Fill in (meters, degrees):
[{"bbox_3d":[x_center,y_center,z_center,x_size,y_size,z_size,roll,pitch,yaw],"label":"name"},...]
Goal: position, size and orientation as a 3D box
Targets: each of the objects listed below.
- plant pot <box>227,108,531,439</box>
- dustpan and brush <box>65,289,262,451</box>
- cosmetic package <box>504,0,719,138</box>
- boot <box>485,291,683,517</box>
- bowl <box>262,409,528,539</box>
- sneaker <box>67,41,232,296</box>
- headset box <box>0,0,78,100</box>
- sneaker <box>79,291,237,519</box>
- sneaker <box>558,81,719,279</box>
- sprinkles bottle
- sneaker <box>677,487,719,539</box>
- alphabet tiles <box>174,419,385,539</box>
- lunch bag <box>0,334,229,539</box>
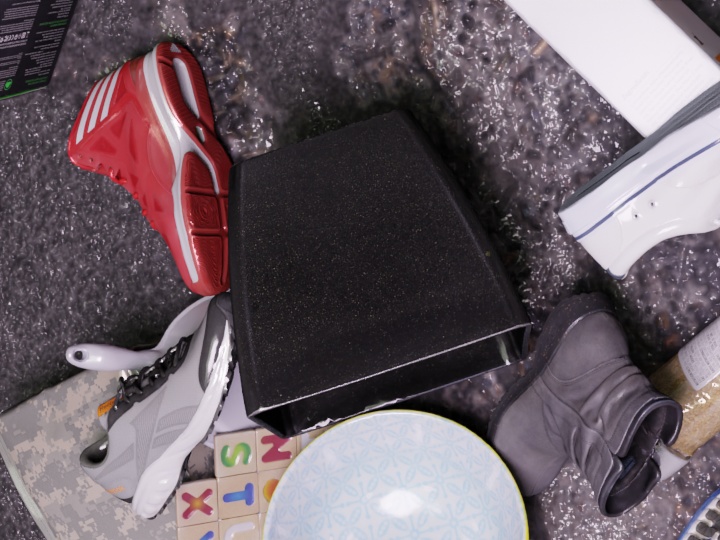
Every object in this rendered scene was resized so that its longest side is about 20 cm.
[{"bbox_3d":[0.000,0.000,1.184,0.197,0.200,0.179,-18,80,1],"label":"plant pot"},{"bbox_3d":[-0.128,0.073,1.270,0.057,0.198,0.142,1,85,49],"label":"dustpan and brush"},{"bbox_3d":[0.199,-0.151,1.140,0.200,0.101,0.071,44,112,5],"label":"cosmetic package"},{"bbox_3d":[0.155,0.127,1.182,0.201,0.069,0.132,104,152,-42],"label":"boot"},{"bbox_3d":[0.032,0.218,1.255,0.197,0.108,0.203,-4,65,8],"label":"bowl"},{"bbox_3d":[-0.163,-0.068,1.309,0.115,0.078,0.203,-18,77,32],"label":"sneaker"},{"bbox_3d":[-0.351,-0.217,1.285,0.199,0.174,0.094,29,110,10],"label":"headset box"},{"bbox_3d":[-0.143,0.095,1.197,0.079,0.074,0.201,27,118,-9],"label":"sneaker"},{"bbox_3d":[0.222,-0.067,1.066,0.199,0.073,0.071,-36,98,32],"label":"sneaker"},{"bbox_3d":[0.268,0.066,1.183,0.068,0.068,0.200,48,113,4],"label":"sprinkles bottle"},{"bbox_3d":[0.233,0.243,1.230,0.078,0.089,0.201,31,91,-17],"label":"sneaker"},{"bbox_3d":[-0.048,0.200,1.292,0.198,0.006,0.169,-7,103,-22],"label":"alphabet tiles"},{"bbox_3d":[-0.179,0.170,1.344,0.163,0.117,0.202,-25,89,26],"label":"lunch bag"}]
